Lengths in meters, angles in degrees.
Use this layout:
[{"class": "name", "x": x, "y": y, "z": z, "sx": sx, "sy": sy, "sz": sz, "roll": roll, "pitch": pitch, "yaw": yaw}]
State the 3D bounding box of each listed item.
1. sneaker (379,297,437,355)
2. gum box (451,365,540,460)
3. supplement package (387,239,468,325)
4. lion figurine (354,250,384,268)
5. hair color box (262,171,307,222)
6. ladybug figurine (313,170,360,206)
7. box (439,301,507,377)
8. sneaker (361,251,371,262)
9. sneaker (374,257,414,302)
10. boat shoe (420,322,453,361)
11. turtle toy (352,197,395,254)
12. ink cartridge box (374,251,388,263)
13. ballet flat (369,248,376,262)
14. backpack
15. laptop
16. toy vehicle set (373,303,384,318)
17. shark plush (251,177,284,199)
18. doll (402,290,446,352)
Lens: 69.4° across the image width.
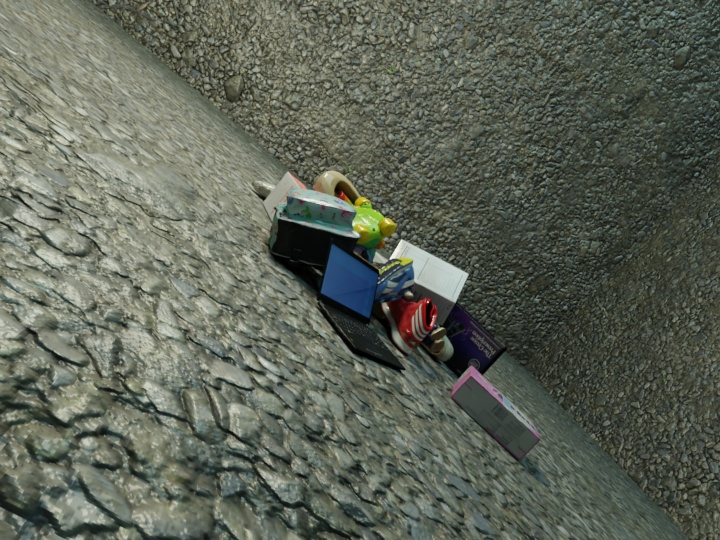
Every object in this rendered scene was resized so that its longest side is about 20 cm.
[{"class": "sneaker", "x": 0.118, "y": 0.092, "z": 1.181, "sx": 0.078, "sy": 0.115, "sz": 0.201, "roll": 38, "pitch": 20, "yaw": -34}, {"class": "gum box", "x": 0.293, "y": 0.307, "z": 1.122, "sx": 0.200, "sy": 0.066, "sz": 0.113, "roll": 43, "pitch": 9, "yaw": 10}, {"class": "supplement package", "x": 0.160, "y": 0.030, "z": 1.359, "sx": 0.199, "sy": 0.114, "sz": 0.110, "roll": 28, "pitch": -38, "yaw": 8}, {"class": "lion figurine", "x": 0.000, "y": 0.000, "z": 1.199, "sx": 0.072, "sy": 0.123, "sz": 0.200, "roll": -11, "pitch": -40, "yaw": 39}, {"class": "hair color box", "x": -0.176, "y": -0.164, "z": 1.306, "sx": 0.064, "sy": 0.111, "sz": 0.200, "roll": 36, "pitch": 9, "yaw": -29}, {"class": "ladybug figurine", "x": -0.055, "y": -0.166, "z": 1.340, "sx": 0.200, "sy": 0.072, "sz": 0.136, "roll": 51, "pitch": 45, "yaw": -34}, {"class": "box", "x": 0.275, "y": 0.193, "z": 1.420, "sx": 0.200, "sy": 0.141, "sz": 0.079, "roll": 44, "pitch": 10, "yaw": 24}, {"class": "sneaker", "x": -0.047, "y": -0.052, "z": 1.355, "sx": 0.199, "sy": 0.076, "sz": 0.088, "roll": 31, "pitch": -10, "yaw": 25}, {"class": "sneaker", "x": 0.049, "y": 0.041, "z": 1.139, "sx": 0.074, "sy": 0.199, "sz": 0.083, "roll": 17, "pitch": -54, "yaw": 50}, {"class": "boat shoe", "x": 0.170, "y": 0.150, "z": 1.374, "sx": 0.200, "sy": 0.074, "sz": 0.069, "roll": 51, "pitch": 11, "yaw": 33}, {"class": "turtle toy", "x": -0.020, "y": -0.091, "z": 1.245, "sx": 0.199, "sy": 0.102, "sz": 0.146, "roll": -16, "pitch": 43, "yaw": -28}, {"class": "ink cartridge box", "x": 0.107, "y": 0.048, "z": 1.633, "sx": 0.145, "sy": 0.084, "sz": 0.200, "roll": 33, "pitch": 11, "yaw": -49}, {"class": "ballet flat", "x": 0.004, "y": -0.027, "z": 1.426, "sx": 0.071, "sy": 0.071, "sz": 0.200, "roll": 44, "pitch": -19, "yaw": 23}, {"class": "backpack", "x": -0.098, "y": -0.086, "z": 1.072, "sx": 0.176, "sy": 0.152, "sz": 0.200, "roll": 13, "pitch": 8, "yaw": -14}, {"class": "laptop", "x": 0.014, "y": 0.065, "z": 0.955, "sx": 0.177, "sy": 0.103, "sz": 0.200, "roll": 32, "pitch": 12, "yaw": -50}, {"class": "toy vehicle set", "x": 0.036, "y": 0.071, "z": 1.347, "sx": 0.124, "sy": 0.027, "sz": 0.200, "roll": 43, "pitch": 7, "yaw": 13}, {"class": "shark plush", "x": -0.229, "y": -0.212, "z": 1.516, "sx": 0.083, "sy": 0.092, "sz": 0.200, "roll": 11, "pitch": -2, "yaw": 27}, {"class": "doll", "x": 0.129, "y": 0.115, "z": 1.266, "sx": 0.200, "sy": 0.048, "sz": 0.137, "roll": 48, "pitch": -31, "yaw": 43}]
